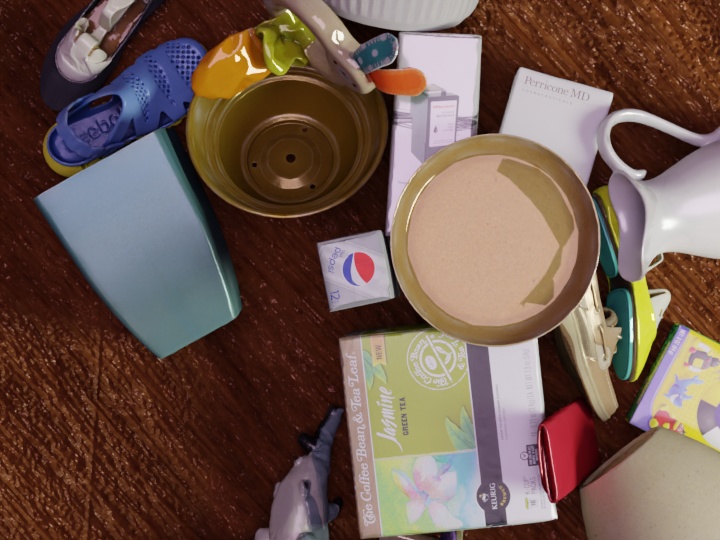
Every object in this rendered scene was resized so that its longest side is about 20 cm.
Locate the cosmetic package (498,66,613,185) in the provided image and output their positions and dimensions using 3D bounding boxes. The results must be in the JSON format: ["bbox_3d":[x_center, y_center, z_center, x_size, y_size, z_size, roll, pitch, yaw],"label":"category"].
[{"bbox_3d":[0.179,-0.094,1.722,0.101,0.071,0.200,15,91,3],"label":"cosmetic package"}]

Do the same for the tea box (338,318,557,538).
[{"bbox_3d":[0.087,0.152,1.697,0.196,0.134,0.200,-7,90,5],"label":"tea box"}]

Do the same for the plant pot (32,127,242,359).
[{"bbox_3d":[-0.208,-0.021,1.710,0.141,0.141,0.200,-28,94,3],"label":"plant pot"}]

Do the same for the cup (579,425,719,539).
[{"bbox_3d":[0.296,0.238,1.659,0.200,0.200,0.143,-39,85,2],"label":"cup"}]

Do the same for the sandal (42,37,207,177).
[{"bbox_3d":[-0.237,-0.167,1.730,0.200,0.087,0.080,-39,87,-5],"label":"sandal"}]

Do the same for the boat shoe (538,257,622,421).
[{"bbox_3d":[0.229,0.065,1.689,0.064,0.071,0.200,-26,124,-4],"label":"boat shoe"}]

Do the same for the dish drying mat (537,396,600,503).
[{"bbox_3d":[0.202,0.172,1.662,0.018,0.200,0.077,-8,91,20],"label":"dish drying mat"}]

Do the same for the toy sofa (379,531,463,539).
[{"bbox_3d":[0.050,0.298,1.668,0.083,0.200,0.098,13,98,3],"label":"toy sofa"}]

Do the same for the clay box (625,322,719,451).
[{"bbox_3d":[0.384,0.148,1.726,0.200,0.048,0.115,27,92,3],"label":"clay box"}]

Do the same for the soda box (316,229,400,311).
[{"bbox_3d":[0.000,0.000,1.666,0.063,0.200,0.068,-11,89,3],"label":"soda box"}]

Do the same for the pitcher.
[{"bbox_3d":[0.339,-0.090,1.680,0.200,0.121,0.172,-12,83,-13],"label":"pitcher"}]

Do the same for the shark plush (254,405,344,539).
[{"bbox_3d":[-0.054,0.240,1.745,0.091,0.083,0.200,-20,57,42],"label":"shark plush"}]

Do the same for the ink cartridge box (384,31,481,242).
[{"bbox_3d":[0.073,-0.129,1.690,0.084,0.146,0.200,4,90,3],"label":"ink cartridge box"}]

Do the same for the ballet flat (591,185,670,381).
[{"bbox_3d":[0.278,0.010,1.725,0.067,0.067,0.200,-11,89,-15],"label":"ballet flat"}]

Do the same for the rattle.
[{"bbox_3d":[-0.054,-0.188,1.612,0.143,0.130,0.200,-32,56,-22],"label":"rattle"}]

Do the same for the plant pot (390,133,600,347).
[{"bbox_3d":[0.126,-0.029,1.606,0.200,0.027,0.200,0,92,-5],"label":"plant pot"}]

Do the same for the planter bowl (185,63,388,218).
[{"bbox_3d":[-0.072,-0.128,1.714,0.200,0.083,0.201,0,68,0],"label":"planter bowl"}]

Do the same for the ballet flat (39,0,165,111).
[{"bbox_3d":[-0.265,-0.249,1.743,0.073,0.073,0.200,40,92,2],"label":"ballet flat"}]

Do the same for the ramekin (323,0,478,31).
[{"bbox_3d":[0.034,-0.311,1.667,0.200,0.200,0.105,12,117,2],"label":"ramekin"}]
